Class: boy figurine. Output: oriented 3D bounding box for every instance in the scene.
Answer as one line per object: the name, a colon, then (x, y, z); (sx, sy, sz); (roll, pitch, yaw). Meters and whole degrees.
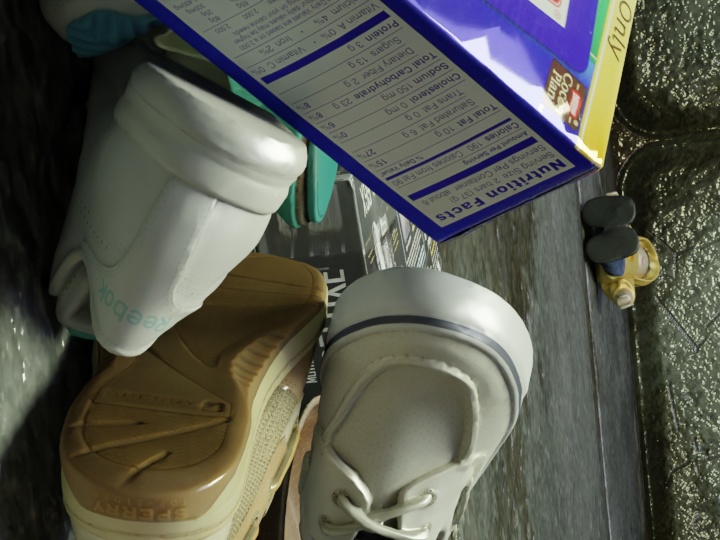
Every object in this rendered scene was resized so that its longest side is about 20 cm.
boy figurine: (0.278, -0.016, 2.476); (0.200, 0.064, 0.125); (43, 40, -69)

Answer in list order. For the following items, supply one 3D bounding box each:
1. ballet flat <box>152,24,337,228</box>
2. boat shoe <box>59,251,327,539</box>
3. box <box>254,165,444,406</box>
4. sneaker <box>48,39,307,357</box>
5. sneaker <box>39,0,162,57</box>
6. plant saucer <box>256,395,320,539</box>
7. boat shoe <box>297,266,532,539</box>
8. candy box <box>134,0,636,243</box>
ballet flat: (-0.039, -0.079, 0.835); (0.200, 0.070, 0.068); (97, 2, -65)
boat shoe: (-0.055, 0.049, 0.739); (0.200, 0.071, 0.065); (-64, 159, -66)
box: (0.000, 0.000, 1.070); (0.200, 0.049, 0.159); (-70, 153, -65)
sneaker: (-0.067, -0.020, 0.727); (0.089, 0.075, 0.200); (-63, -174, 5)
sneaker: (-0.073, -0.155, 0.740); (0.081, 0.076, 0.201); (41, 44, -38)
plant saucer: (-0.023, 0.151, 0.918); (0.200, 0.036, 0.202); (-5, 90, -80)
boat shoe: (0.010, 0.070, 0.798); (0.200, 0.070, 0.070); (110, -6, -61)
candy box: (-0.001, -0.136, 0.696); (0.200, 0.077, 0.170); (37, 50, -31)
